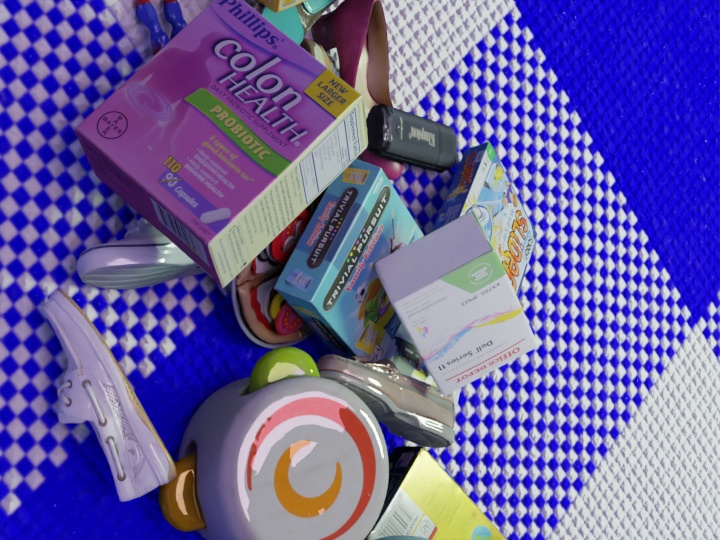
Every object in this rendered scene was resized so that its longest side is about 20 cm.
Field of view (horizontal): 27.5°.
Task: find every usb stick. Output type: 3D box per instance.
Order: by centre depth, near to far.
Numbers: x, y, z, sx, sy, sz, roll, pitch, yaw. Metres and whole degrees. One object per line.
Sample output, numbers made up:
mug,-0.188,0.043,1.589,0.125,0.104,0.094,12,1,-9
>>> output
usb stick,0.057,-0.142,1.596,0.200,0.032,0.056,5,91,-64

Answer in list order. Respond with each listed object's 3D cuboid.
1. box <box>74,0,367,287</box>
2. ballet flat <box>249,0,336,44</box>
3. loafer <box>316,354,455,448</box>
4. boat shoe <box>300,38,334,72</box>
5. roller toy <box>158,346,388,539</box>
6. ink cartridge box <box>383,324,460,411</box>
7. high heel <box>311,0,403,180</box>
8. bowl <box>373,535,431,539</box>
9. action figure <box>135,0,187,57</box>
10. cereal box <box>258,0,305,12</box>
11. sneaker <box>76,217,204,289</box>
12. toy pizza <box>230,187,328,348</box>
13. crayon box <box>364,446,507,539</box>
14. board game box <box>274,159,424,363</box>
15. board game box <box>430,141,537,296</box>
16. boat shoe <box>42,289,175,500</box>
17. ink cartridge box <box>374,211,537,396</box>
box,-0.124,-0.122,1.349,0.176,0.097,0.200,40,74,18
ballet flat,-0.080,-0.269,1.518,0.200,0.075,0.068,-52,127,-45
loafer,0.026,0.123,1.523,0.200,0.072,0.063,33,59,-38
boat shoe,-0.047,-0.139,1.539,0.076,0.071,0.202,13,79,-55
roller toy,-0.079,0.194,1.418,0.182,0.139,0.201,42,69,-21
ink cartridge box,0.069,0.068,1.624,0.119,0.042,0.201,26,67,-35
high heel,0.017,-0.193,1.577,0.067,0.096,0.201,-38,108,-37
bowl,0.045,0.347,1.486,0.201,0.200,0.105,50,24,-23
action figure,-0.183,-0.206,1.446,0.065,0.051,0.202,-12,94,-43
cereal box,-0.062,-0.341,1.513,0.199,0.144,0.040,-29,146,-38
sneaker,-0.191,-0.029,1.410,0.199,0.073,0.071,-9,74,-46
toy pizza,-0.054,-0.013,1.481,0.200,0.032,0.201,-30,130,-42
crayon box,0.081,0.302,1.593,0.200,0.051,0.127,50,57,-23
board game box,0.000,0.000,1.492,0.152,0.047,0.200,-62,152,-14
board game box,0.140,-0.036,1.645,0.136,0.034,0.200,59,31,-24
boat shoe,-0.242,0.115,1.327,0.069,0.071,0.201,-30,90,-11
ink cartridge box,0.106,0.049,1.503,0.117,0.067,0.200,-28,134,2
